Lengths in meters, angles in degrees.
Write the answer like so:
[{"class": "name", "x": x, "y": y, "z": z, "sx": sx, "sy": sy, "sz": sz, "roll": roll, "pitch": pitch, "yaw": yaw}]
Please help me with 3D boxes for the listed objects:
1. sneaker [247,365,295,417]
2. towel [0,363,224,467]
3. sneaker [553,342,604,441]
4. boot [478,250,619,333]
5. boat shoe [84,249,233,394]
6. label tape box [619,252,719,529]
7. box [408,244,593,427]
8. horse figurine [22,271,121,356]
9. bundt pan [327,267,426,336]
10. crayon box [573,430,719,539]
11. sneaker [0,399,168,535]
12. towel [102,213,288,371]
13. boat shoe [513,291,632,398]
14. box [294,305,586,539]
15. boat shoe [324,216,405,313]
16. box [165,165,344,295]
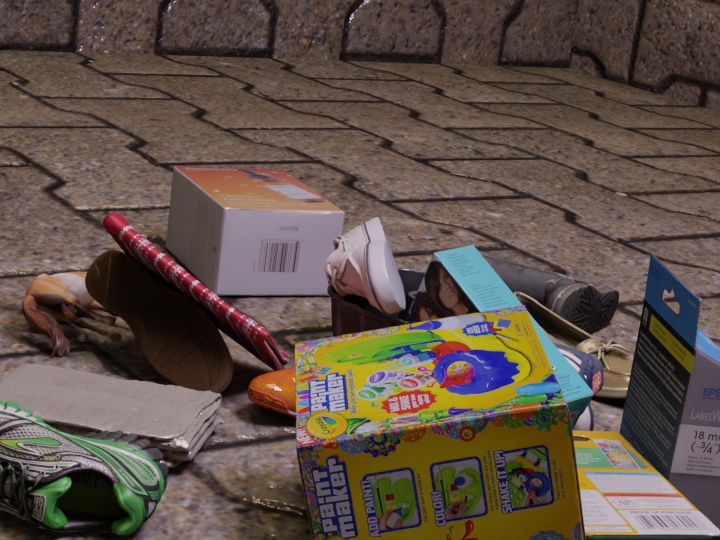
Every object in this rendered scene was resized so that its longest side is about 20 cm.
[{"class": "sneaker", "x": -0.017, "y": 0.094, "z": 1.422, "sx": 0.200, "sy": 0.077, "sz": 0.073, "roll": -6, "pitch": 22, "yaw": -35}, {"class": "towel", "x": -0.224, "y": 0.123, "z": 1.301, "sx": 0.200, "sy": 0.035, "sz": 0.133, "roll": 9, "pitch": 14, "yaw": 9}, {"class": "sneaker", "x": 0.203, "y": 0.112, "z": 1.465, "sx": 0.084, "sy": 0.075, "sz": 0.200, "roll": 3, "pitch": 17, "yaw": -13}, {"class": "boot", "x": 0.186, "y": 0.019, "z": 1.793, "sx": 0.200, "sy": 0.073, "sz": 0.182, "roll": 23, "pitch": 7, "yaw": 25}, {"class": "boat shoe", "x": -0.184, "y": 0.057, "z": 1.466, "sx": 0.200, "sy": 0.072, "sz": 0.072, "roll": 37, "pitch": -5, "yaw": 30}, {"class": "label tape box", "x": 0.280, "y": 0.102, "z": 1.303, "sx": 0.063, "sy": 0.200, "sz": 0.144, "roll": 5, "pitch": 16, "yaw": -8}, {"class": "box", "x": 0.126, "y": 0.074, "z": 1.401, "sx": 0.049, "sy": 0.082, "sz": 0.200, "roll": -11, "pitch": 49, "yaw": -34}, {"class": "horse figurine", "x": -0.289, "y": 0.033, "z": 1.558, "sx": 0.132, "sy": 0.050, "sz": 0.200, "roll": 19, "pitch": 15, "yaw": 12}, {"class": "bundt pan", "x": 0.059, "y": 0.060, "z": 1.574, "sx": 0.202, "sy": 0.076, "sz": 0.202, "roll": 8, "pitch": 16, "yaw": -2}, {"class": "crayon box", "x": 0.188, "y": 0.190, "z": 1.226, "sx": 0.126, "sy": 0.052, "sz": 0.200, "roll": 3, "pitch": 17, "yaw": -16}, {"class": "sneaker", "x": -0.245, "y": 0.147, "z": 1.122, "sx": 0.200, "sy": 0.078, "sz": 0.085, "roll": 8, "pitch": 16, "yaw": -1}, {"class": "towel", "x": -0.155, "y": 0.022, "z": 1.461, "sx": 0.200, "sy": 0.022, "sz": 0.145, "roll": 36, "pitch": -10, "yaw": 14}, {"class": "boat shoe", "x": 0.225, "y": 0.081, "z": 1.605, "sx": 0.073, "sy": 0.063, "sz": 0.201, "roll": -4, "pitch": 19, "yaw": -36}, {"class": "box", "x": 0.053, "y": 0.130, "z": 1.150, "sx": 0.192, "sy": 0.122, "sz": 0.200, "roll": -10, "pitch": 19, "yaw": 0}, {"class": "boat shoe", "x": 0.000, "y": 0.000, "z": 1.526, "sx": 0.070, "sy": 0.071, "sz": 0.200, "roll": -20, "pitch": 20, "yaw": 3}, {"class": "box", "x": -0.130, "y": -0.049, "z": 1.818, "sx": 0.152, "sy": 0.106, "sz": 0.200, "roll": 0, "pitch": 18, "yaw": -26}]
